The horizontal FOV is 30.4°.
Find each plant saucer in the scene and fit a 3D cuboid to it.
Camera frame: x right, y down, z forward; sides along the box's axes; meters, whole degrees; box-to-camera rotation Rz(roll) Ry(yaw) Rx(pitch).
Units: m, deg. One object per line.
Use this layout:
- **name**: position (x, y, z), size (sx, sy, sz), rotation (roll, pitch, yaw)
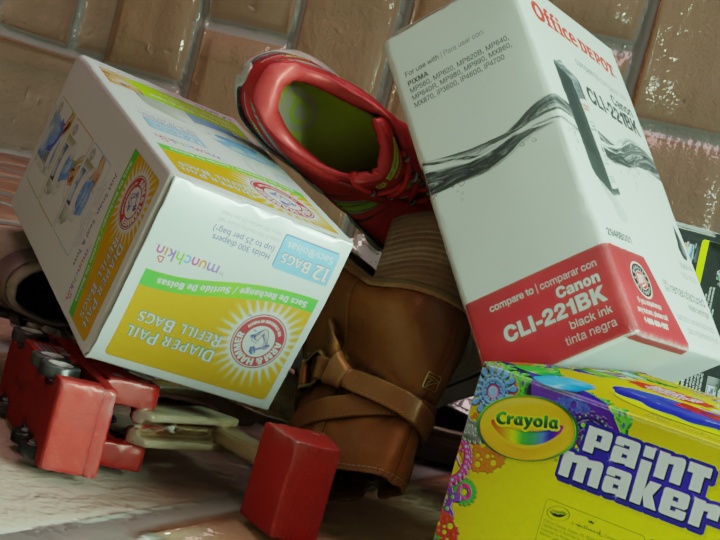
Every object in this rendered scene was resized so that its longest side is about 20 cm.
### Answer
- **plant saucer**: position (0.044, 0.110, 0.994), size (0.199, 0.030, 0.200), rotation (14, 4, -1)

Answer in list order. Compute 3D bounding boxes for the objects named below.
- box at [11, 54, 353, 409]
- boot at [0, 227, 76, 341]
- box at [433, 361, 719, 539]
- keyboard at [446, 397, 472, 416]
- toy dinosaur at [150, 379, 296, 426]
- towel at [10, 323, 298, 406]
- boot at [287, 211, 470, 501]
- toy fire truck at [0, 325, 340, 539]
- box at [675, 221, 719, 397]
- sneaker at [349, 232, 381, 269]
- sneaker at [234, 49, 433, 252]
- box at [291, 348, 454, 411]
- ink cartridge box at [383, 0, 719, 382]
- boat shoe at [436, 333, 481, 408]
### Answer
- **box**: position (-0.104, -0.026, 0.724), size (0.112, 0.102, 0.200), rotation (21, 14, -31)
- **boot**: position (-0.148, 0.016, 0.836), size (0.199, 0.071, 0.146), rotation (10, 8, -26)
- **box**: position (0.159, 0.126, 0.542), size (0.199, 0.123, 0.192), rotation (18, 4, 31)
- **keyboard**: position (0.155, 0.120, 0.928), size (0.199, 0.011, 0.056), rotation (26, 36, 13)
- **toy dinosaur**: position (-0.068, 0.078, 0.819), size (0.199, 0.059, 0.101), rotation (15, 5, -3)
- **towel**: position (-0.139, 0.064, 0.927), size (0.199, 0.035, 0.132), rotation (14, 5, -26)
- **boot**: position (-0.018, 0.056, 0.747), size (0.073, 0.156, 0.200), rotation (29, -26, -24)
- **toy fire truck**: position (-0.107, 0.080, 0.692), size (0.140, 0.049, 0.200), rotation (15, 2, -24)
- **box**: position (0.200, 0.079, 0.775), size (0.159, 0.201, 0.044), rotation (15, -16, 6)
- **sneaker**: position (0.000, 0.000, 0.914), size (0.199, 0.100, 0.078), rotation (15, 11, -24)
- **sneaker**: position (0.013, -0.052, 0.752), size (0.199, 0.077, 0.085), rotation (31, 2, -12)
- **box**: position (0.022, 0.068, 1.016), size (0.199, 0.037, 0.144), rotation (11, 7, -37)
- **ink cartridge box**: position (0.103, -0.036, 0.701), size (0.083, 0.201, 0.144), rotation (-27, -22, 26)
- **boat shoe**: position (0.052, 0.036, 0.830), size (0.066, 0.072, 0.199), rotation (36, -44, -27)
